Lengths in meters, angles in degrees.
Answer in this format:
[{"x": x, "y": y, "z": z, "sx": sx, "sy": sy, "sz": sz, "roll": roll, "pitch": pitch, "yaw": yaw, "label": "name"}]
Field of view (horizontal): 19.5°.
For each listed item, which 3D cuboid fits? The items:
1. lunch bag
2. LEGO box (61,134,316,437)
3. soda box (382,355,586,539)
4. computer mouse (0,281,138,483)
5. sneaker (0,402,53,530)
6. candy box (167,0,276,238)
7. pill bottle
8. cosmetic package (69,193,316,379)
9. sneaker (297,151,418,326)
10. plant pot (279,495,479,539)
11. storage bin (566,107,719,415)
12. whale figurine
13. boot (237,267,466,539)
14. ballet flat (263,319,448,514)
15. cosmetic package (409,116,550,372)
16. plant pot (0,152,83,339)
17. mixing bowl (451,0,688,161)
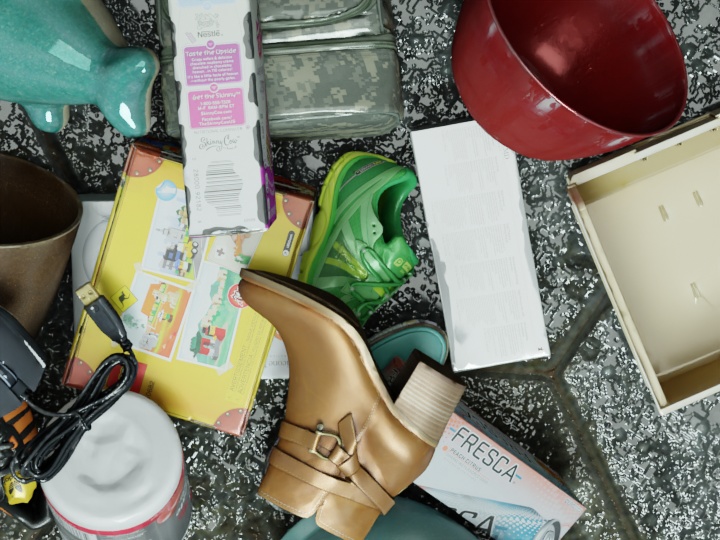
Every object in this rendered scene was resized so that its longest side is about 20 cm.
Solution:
[{"x": -0.068, "y": -0.189, "z": 1.645, "sx": 0.200, "sy": 0.139, "sz": 0.168, "roll": -4, "pitch": 87, "yaw": 3, "label": "lunch bag"}, {"x": -0.133, "y": 0.012, "z": 1.647, "sx": 0.149, "sy": 0.077, "sz": 0.200, "roll": 17, "pitch": 98, "yaw": -2, "label": "LEGO box"}, {"x": 0.085, "y": 0.154, "z": 1.684, "sx": 0.200, "sy": 0.064, "sz": 0.068, "roll": 36, "pitch": 97, "yaw": -26, "label": "soda box"}, {"x": -0.255, "y": 0.045, "z": 1.536, "sx": 0.140, "sy": 0.046, "sz": 0.200, "roll": -43, "pitch": 97, "yaw": -16, "label": "computer mouse"}, {"x": -0.278, "y": 0.133, "z": 1.620, "sx": 0.070, "sy": 0.200, "sz": 0.090, "roll": -28, "pitch": 60, "yaw": -7, "label": "sneaker"}, {"x": -0.099, "y": -0.128, "z": 1.510, "sx": 0.061, "sy": 0.136, "sz": 0.200, "roll": -5, "pitch": 95, "yaw": 1, "label": "candy box"}, {"x": -0.190, "y": 0.177, "z": 1.652, "sx": 0.111, "sy": 0.200, "sz": 0.111, "roll": 0, "pitch": 67, "yaw": -1, "label": "pill bottle"}, {"x": -0.134, "y": 0.013, "z": 1.712, "sx": 0.200, "sy": 0.052, "sz": 0.151, "roll": -1, "pitch": 100, "yaw": 1, "label": "cosmetic package"}, {"x": 0.000, "y": 0.000, "z": 1.663, "sx": 0.084, "sy": 0.074, "sz": 0.200, "roll": 5, "pitch": 76, "yaw": 22, "label": "sneaker"}, {"x": 0.009, "y": 0.256, "z": 1.684, "sx": 0.200, "sy": 0.200, "sz": 0.134, "roll": -38, "pitch": 68, "yaw": 5, "label": "plant pot"}, {"x": 0.291, "y": -0.020, "z": 1.677, "sx": 0.200, "sy": 0.094, "sz": 0.199, "roll": -23, "pitch": 97, "yaw": 4, "label": "storage bin"}, {"x": -0.244, "y": -0.172, "z": 1.625, "sx": 0.200, "sy": 0.104, "sz": 0.159, "roll": 36, "pitch": 128, "yaw": 28, "label": "whale figurine"}, {"x": -0.038, "y": 0.102, "z": 1.587, "sx": 0.200, "sy": 0.077, "sz": 0.155, "roll": 32, "pitch": 97, "yaw": -8, "label": "boot"}, {"x": -0.010, "y": 0.110, "z": 1.712, "sx": 0.072, "sy": 0.072, "sz": 0.200, "roll": 42, "pitch": 95, "yaw": -4, "label": "ballet flat"}, {"x": 0.098, "y": -0.024, "z": 1.701, "sx": 0.082, "sy": 0.051, "sz": 0.200, "roll": -9, "pitch": 98, "yaw": 5, "label": "cosmetic package"}, {"x": -0.329, "y": 0.027, "z": 1.665, "sx": 0.187, "sy": 0.187, "sz": 0.200, "roll": 13, "pitch": 114, "yaw": -1, "label": "plant pot"}, {"x": 0.145, "y": -0.160, "z": 1.630, "sx": 0.200, "sy": 0.200, "sz": 0.108, "roll": 44, "pitch": 131, "yaw": -4, "label": "mixing bowl"}]
